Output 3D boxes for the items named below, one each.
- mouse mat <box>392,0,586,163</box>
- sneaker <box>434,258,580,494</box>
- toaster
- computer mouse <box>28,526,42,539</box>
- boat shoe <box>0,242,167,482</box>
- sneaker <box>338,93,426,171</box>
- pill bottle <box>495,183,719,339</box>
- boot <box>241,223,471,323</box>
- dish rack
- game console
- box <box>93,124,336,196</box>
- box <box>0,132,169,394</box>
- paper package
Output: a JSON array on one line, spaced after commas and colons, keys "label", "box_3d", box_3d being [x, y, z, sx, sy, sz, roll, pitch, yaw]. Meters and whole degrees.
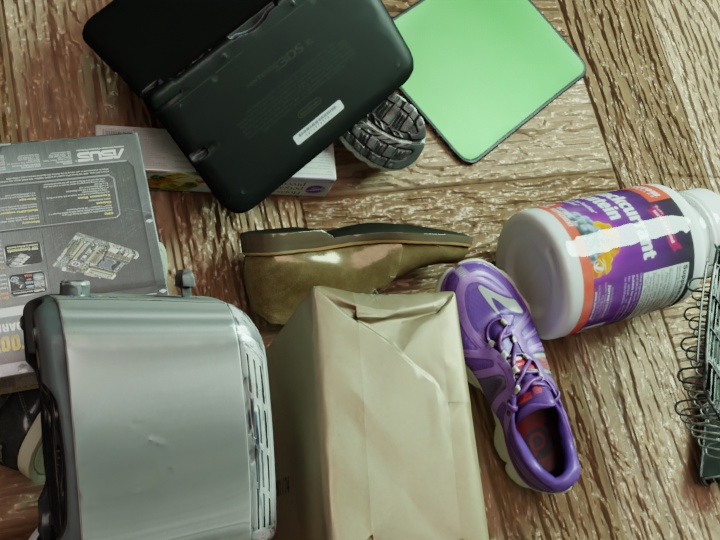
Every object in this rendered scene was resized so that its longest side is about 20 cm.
[{"label": "mouse mat", "box_3d": [0.116, -0.209, 0.947, 0.200, 0.008, 0.161, -38, 85, -26]}, {"label": "sneaker", "box_3d": [0.128, 0.082, 0.774, 0.080, 0.083, 0.202, -26, 87, -8]}, {"label": "toaster", "box_3d": [-0.124, 0.102, 0.570, 0.128, 0.113, 0.203, -5, 93, -23]}, {"label": "computer mouse", "box_3d": [-0.167, 0.159, 0.666, 0.110, 0.044, 0.201, 40, 61, -34]}, {"label": "boat shoe", "box_3d": [-0.205, 0.051, 0.699, 0.067, 0.072, 0.201, 18, 56, 16]}, {"label": "sneaker", "box_3d": [-0.030, -0.158, 0.838, 0.200, 0.079, 0.074, 44, 89, -2]}, {"label": "pill bottle", "box_3d": [0.229, -0.015, 0.851, 0.198, 0.111, 0.112, -13, 74, -24]}, {"label": "boot", "box_3d": [0.000, 0.000, 0.793, 0.198, 0.073, 0.076, -5, 96, -21]}, {"label": "dish rack", "box_3d": [0.299, 0.079, 0.807, 0.200, 0.054, 0.155, 45, 50, -46]}, {"label": "game console", "box_3d": [-0.088, -0.178, 0.783, 0.200, 0.116, 0.177, -40, 117, -10]}, {"label": "box", "box_3d": [-0.119, -0.089, 0.798, 0.198, 0.039, 0.042, 0, 71, -19]}, {"label": "box", "box_3d": [-0.231, -0.002, 0.636, 0.198, 0.048, 0.160, -9, 75, -20]}, {"label": "paper package", "box_3d": [-0.008, 0.129, 0.663, 0.102, 0.200, 0.193, 1, 68, -19]}]
